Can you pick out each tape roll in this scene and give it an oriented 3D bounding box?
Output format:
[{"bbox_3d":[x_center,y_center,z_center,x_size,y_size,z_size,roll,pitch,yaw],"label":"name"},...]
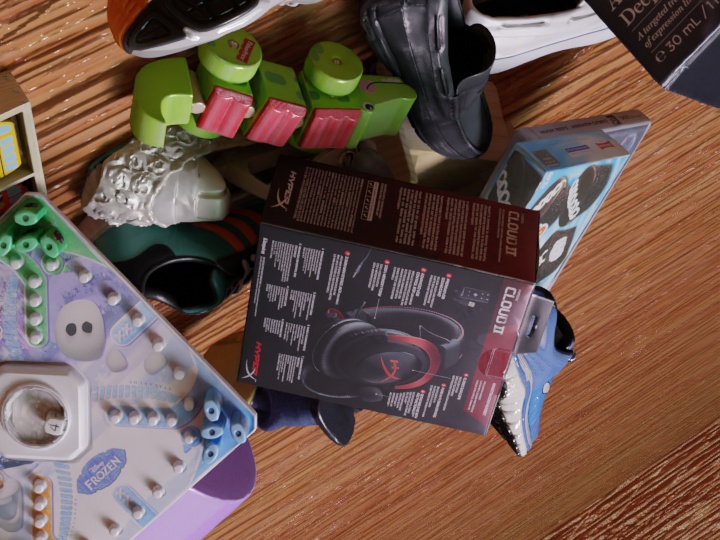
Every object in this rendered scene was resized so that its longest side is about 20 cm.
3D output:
[{"bbox_3d":[-0.163,0.099,1.008,0.066,0.201,0.200,-41,158,11],"label":"tape roll"}]

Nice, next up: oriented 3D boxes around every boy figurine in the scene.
[{"bbox_3d":[-0.096,0.099,1.158,0.065,0.198,0.125,59,41,-38],"label":"boy figurine"}]

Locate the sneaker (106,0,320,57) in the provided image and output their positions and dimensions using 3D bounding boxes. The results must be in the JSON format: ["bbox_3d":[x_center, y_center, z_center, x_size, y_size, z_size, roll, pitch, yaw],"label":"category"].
[{"bbox_3d":[-0.049,-0.170,0.824,0.199,0.076,0.092,-32,162,-9],"label":"sneaker"}]

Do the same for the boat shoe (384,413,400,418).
[{"bbox_3d":[-0.020,0.081,1.236,0.070,0.199,0.065,4,95,-32],"label":"boat shoe"}]

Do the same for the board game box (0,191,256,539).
[{"bbox_3d":[-0.198,0.089,0.888,0.200,0.200,0.026,-41,-168,12],"label":"board game box"}]

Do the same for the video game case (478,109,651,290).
[{"bbox_3d":[0.139,-0.038,1.185,0.181,0.023,0.201,-15,140,-49],"label":"video game case"}]

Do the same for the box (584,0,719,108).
[{"bbox_3d":[0.197,-0.228,0.907,0.149,0.201,0.107,-47,155,23],"label":"box"}]

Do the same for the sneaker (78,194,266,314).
[{"bbox_3d":[-0.099,-0.007,1.027,0.198,0.080,0.072,-8,146,-37],"label":"sneaker"}]

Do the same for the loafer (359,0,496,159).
[{"bbox_3d":[0.061,-0.138,0.996,0.069,0.069,0.201,-1,152,23],"label":"loafer"}]

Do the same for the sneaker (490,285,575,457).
[{"bbox_3d":[0.133,0.078,1.143,0.089,0.079,0.201,-35,154,-12],"label":"sneaker"}]

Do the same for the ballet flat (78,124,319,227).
[{"bbox_3d":[-0.088,-0.068,0.972,0.198,0.072,0.072,-22,154,-33],"label":"ballet flat"}]

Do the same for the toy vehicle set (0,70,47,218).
[{"bbox_3d":[-0.247,-0.025,0.866,0.123,0.027,0.201,-29,157,-20],"label":"toy vehicle set"}]

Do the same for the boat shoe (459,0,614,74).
[{"bbox_3d":[0.155,-0.204,1.064,0.199,0.074,0.066,-30,162,-21],"label":"boat shoe"}]

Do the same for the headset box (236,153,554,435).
[{"bbox_3d":[0.026,0.021,0.965,0.076,0.197,0.150,-78,180,-47],"label":"headset box"}]

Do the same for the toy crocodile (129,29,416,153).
[{"bbox_3d":[-0.053,-0.105,0.922,0.198,0.062,0.068,3,139,-32],"label":"toy crocodile"}]

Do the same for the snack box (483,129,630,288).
[{"bbox_3d":[0.118,-0.014,1.117,0.115,0.037,0.201,-14,141,-47],"label":"snack box"}]

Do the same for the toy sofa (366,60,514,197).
[{"bbox_3d":[0.044,-0.094,1.126,0.082,0.099,0.199,-22,169,31],"label":"toy sofa"}]

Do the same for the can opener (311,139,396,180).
[{"bbox_3d":[0.000,0.000,1.027,0.053,0.067,0.202,-22,130,-23],"label":"can opener"}]
